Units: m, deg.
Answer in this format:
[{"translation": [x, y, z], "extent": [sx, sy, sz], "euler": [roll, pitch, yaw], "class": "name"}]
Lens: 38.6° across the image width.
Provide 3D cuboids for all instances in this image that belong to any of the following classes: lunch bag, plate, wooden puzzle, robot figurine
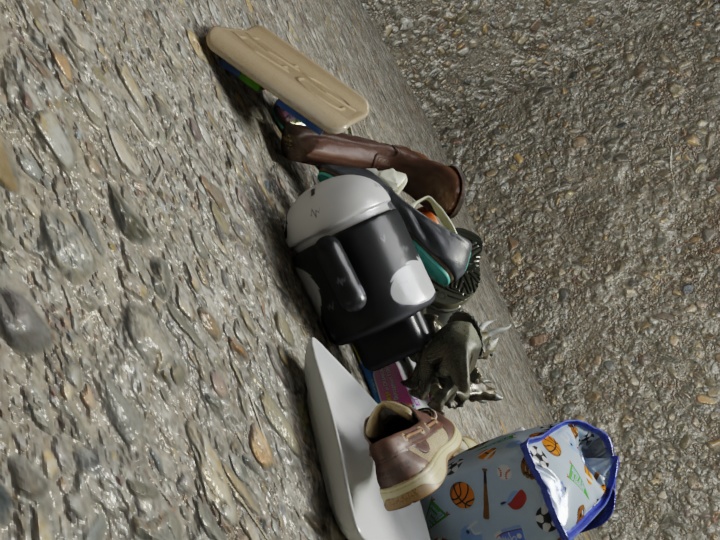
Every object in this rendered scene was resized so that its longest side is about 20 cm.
[{"translation": [0.165, 0.230, 1.072], "extent": [0.200, 0.170, 0.124], "euler": [-13, 79, -60], "class": "lunch bag"}, {"translation": [0.006, 0.185, 0.920], "extent": [0.200, 0.032, 0.200], "euler": [51, 18, -48], "class": "plate"}, {"translation": [-0.085, -0.219, 1.208], "extent": [0.185, 0.046, 0.200], "euler": [35, 18, -1], "class": "wooden puzzle"}, {"translation": [-0.001, 0.001, 1.066], "extent": [0.200, 0.125, 0.150], "euler": [65, -26, 0], "class": "robot figurine"}]

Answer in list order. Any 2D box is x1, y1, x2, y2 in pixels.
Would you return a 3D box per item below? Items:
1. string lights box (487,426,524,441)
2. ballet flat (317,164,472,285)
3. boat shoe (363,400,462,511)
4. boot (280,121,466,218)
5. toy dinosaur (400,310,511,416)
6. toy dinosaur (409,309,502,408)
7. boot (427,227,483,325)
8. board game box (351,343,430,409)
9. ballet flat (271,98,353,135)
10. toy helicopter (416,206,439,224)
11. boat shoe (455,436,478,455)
[{"translation": [0.219, 0.329, 1.411], "extent": [0.059, 0.103, 0.200], "euler": [41, 26, -63], "class": "string lights box"}, {"translation": [0.045, -0.067, 1.153], "extent": [0.200, 0.073, 0.073], "euler": [39, 11, 3], "class": "ballet flat"}, {"translation": [0.040, 0.145, 0.911], "extent": [0.072, 0.072, 0.200], "euler": [61, 13, -2], "class": "boat shoe"}, {"translation": [0.008, -0.124, 1.216], "extent": [0.199, 0.064, 0.186], "euler": [13, 12, -25], "class": "boot"}, {"translation": [0.091, 0.087, 1.038], "extent": [0.077, 0.103, 0.200], "euler": [25, 4, 12], "class": "toy dinosaur"}, {"translation": [0.083, 0.092, 1.175], "extent": [0.200, 0.077, 0.102], "euler": [53, -4, -6], "class": "toy dinosaur"}, {"translation": [0.095, 0.064, 1.318], "extent": [0.072, 0.200, 0.182], "euler": [28, 34, 7], "class": "boot"}, {"translation": [0.027, 0.083, 1.218], "extent": [0.200, 0.040, 0.153], "euler": [67, 11, 13], "class": "board game box"}, {"translation": [-0.050, -0.187, 1.373], "extent": [0.200, 0.071, 0.069], "euler": [42, 26, -63], "class": "ballet flat"}, {"translation": [0.023, -0.057, 1.334], "extent": [0.200, 0.079, 0.132], "euler": [49, -19, 33], "class": "toy helicopter"}, {"translation": [0.127, 0.290, 1.198], "extent": [0.064, 0.071, 0.200], "euler": [4, 51, -36], "class": "boat shoe"}]
